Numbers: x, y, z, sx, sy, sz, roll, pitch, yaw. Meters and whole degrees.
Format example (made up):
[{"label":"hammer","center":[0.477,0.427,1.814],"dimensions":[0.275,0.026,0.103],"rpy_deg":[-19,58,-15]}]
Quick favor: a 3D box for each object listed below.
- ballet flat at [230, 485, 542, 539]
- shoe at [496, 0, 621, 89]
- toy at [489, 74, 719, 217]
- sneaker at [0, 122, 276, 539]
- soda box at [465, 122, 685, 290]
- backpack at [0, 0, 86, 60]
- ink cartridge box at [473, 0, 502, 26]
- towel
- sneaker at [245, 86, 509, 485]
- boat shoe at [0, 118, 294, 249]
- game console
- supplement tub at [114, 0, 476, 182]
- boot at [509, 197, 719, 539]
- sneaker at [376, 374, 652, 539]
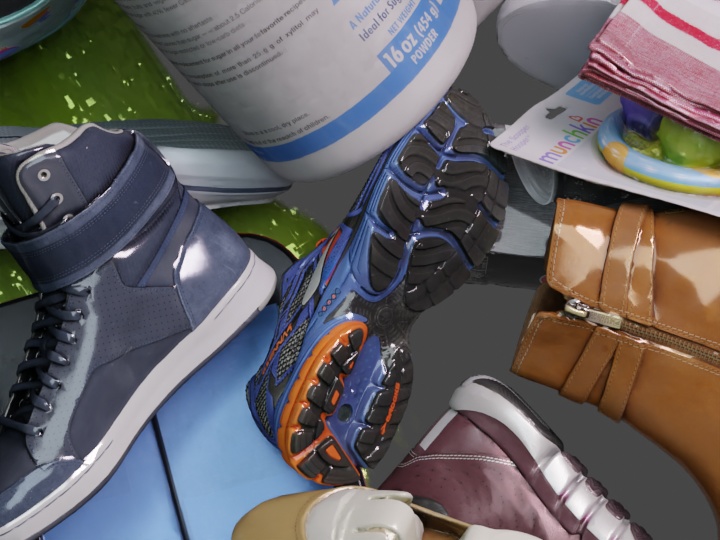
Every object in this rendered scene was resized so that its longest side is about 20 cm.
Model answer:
[{"label":"ballet flat","center":[0.036,0.131,1.363],"dimensions":[0.199,0.063,0.069],"rpy_deg":[15,50,11]},{"label":"shoe","center":[0.172,-0.142,1.494],"dimensions":[0.199,0.072,0.091],"rpy_deg":[1,48,15]},{"label":"toy","center":[0.176,-0.065,1.400],"dimensions":[0.199,0.115,0.047],"rpy_deg":[21,118,20]},{"label":"sneaker","center":[-0.152,0.022,1.384],"dimensions":[0.202,0.077,0.146],"rpy_deg":[-49,117,-19]},{"label":"soda box","center":[0.143,-0.024,1.461],"dimensions":[0.199,0.063,0.071],"rpy_deg":[6,76,1]},{"label":"backpack","center":[-0.227,-0.172,1.453],"dimensions":[0.199,0.153,0.176],"rpy_deg":[-19,80,6]},{"label":"ink cartridge box","center":[0.024,-0.214,1.439],"dimensions":[0.146,0.200,0.085],"rpy_deg":[38,79,10]},{"label":"towel","center":[0.207,-0.129,1.407],"dimensions":[0.144,0.023,0.200],"rpy_deg":[25,50,12]},{"label":"sneaker","center":[0.000,0.000,1.410],"dimensions":[0.078,0.075,0.200],"rpy_deg":[20,79,51]},{"label":"boat shoe","center":[-0.130,-0.037,1.472],"dimensions":[0.199,0.074,0.067],"rpy_deg":[1,105,-2]},{"label":"game console","center":[-0.092,0.093,1.449],"dimensions":[0.176,0.031,0.201],"rpy_deg":[-15,76,-4]},{"label":"supplement tub","center":[-0.051,-0.151,1.382],"dimensions":[0.132,0.132,0.200],"rpy_deg":[-48,117,-11]},{"label":"boot","center":[0.146,0.066,1.405],"dimensions":[0.155,0.077,0.201],"rpy_deg":[10,108,-1]},{"label":"sneaker","center":[0.086,0.156,1.421],"dimensions":[0.115,0.076,0.200],"rpy_deg":[-43,75,2]}]
